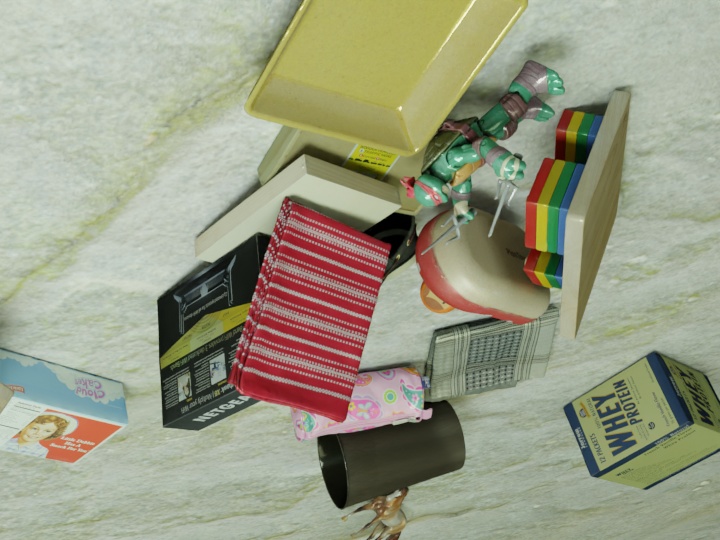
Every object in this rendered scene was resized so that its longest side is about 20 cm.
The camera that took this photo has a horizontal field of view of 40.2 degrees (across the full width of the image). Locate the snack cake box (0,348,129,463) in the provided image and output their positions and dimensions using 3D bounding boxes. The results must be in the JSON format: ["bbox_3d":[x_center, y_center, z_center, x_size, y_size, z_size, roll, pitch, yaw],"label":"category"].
[{"bbox_3d":[-0.405,0.171,1.223,0.115,0.067,0.200,-37,141,23],"label":"snack cake box"}]

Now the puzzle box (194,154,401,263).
[{"bbox_3d":[-0.071,-0.051,1.059,0.133,0.025,0.200,15,146,-41],"label":"puzzle box"}]

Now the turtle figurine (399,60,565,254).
[{"bbox_3d":[0.117,-0.111,0.973,0.200,0.101,0.150,-50,-172,-11],"label":"turtle figurine"}]

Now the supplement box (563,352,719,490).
[{"bbox_3d":[0.498,0.264,1.692,0.200,0.135,0.200,-39,141,28],"label":"supplement box"}]

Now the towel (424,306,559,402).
[{"bbox_3d":[0.191,0.133,1.461,0.192,0.035,0.200,-12,146,-9],"label":"towel"}]

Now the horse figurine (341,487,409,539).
[{"bbox_3d":[0.041,0.472,1.846,0.132,0.050,0.200,-31,139,-11],"label":"horse figurine"}]

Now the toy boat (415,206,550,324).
[{"bbox_3d":[0.126,0.008,1.163,0.131,0.131,0.200,-30,154,28],"label":"toy boat"}]

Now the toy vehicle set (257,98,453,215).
[{"bbox_3d":[0.007,-0.120,1.031,0.200,0.027,0.124,8,138,-33],"label":"toy vehicle set"}]

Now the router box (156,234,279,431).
[{"bbox_3d":[-0.148,0.073,1.082,0.052,0.158,0.200,15,148,-41],"label":"router box"}]

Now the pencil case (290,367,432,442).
[{"bbox_3d":[-0.001,0.192,1.415,0.199,0.088,0.088,-7,144,-14],"label":"pencil case"}]

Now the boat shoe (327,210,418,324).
[{"bbox_3d":[-0.002,-0.001,1.085,0.201,0.074,0.063,-45,142,-39],"label":"boat shoe"}]

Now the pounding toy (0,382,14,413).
[{"bbox_3d":[-0.474,0.110,1.023,0.200,0.142,0.184,37,145,-15],"label":"pounding toy"}]

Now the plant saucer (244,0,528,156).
[{"bbox_3d":[0.017,-0.207,0.887,0.200,0.049,0.200,10,132,-34],"label":"plant saucer"}]

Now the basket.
[{"bbox_3d":[0.050,0.275,1.515,0.199,0.136,0.180,-12,160,-16],"label":"basket"}]

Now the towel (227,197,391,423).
[{"bbox_3d":[-0.046,0.043,0.993,0.144,0.201,0.022,24,165,-34],"label":"towel"}]

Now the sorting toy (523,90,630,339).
[{"bbox_3d":[0.234,-0.065,1.089,0.069,0.200,0.199,13,143,19],"label":"sorting toy"}]
